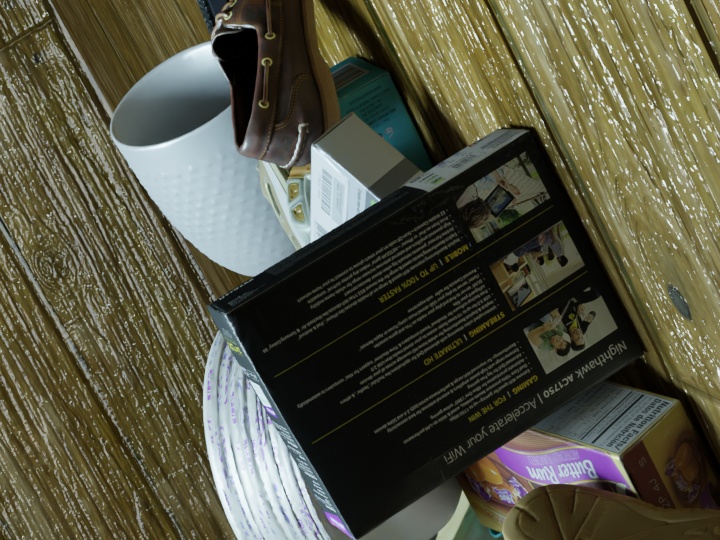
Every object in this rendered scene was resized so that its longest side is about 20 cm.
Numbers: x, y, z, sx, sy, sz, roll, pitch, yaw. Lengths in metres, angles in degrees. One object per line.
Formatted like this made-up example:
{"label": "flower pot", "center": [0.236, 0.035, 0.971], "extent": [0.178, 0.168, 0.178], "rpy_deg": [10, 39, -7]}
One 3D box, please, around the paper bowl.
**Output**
{"label": "paper bowl", "center": [-0.006, 0.107, 1.232], "extent": [0.201, 0.104, 0.201], "rpy_deg": [42, -140, -49]}

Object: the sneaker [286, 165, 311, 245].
{"label": "sneaker", "center": [0.000, 0.000, 1.431], "extent": [0.088, 0.076, 0.200], "rpy_deg": [29, -133, -39]}

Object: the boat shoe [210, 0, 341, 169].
{"label": "boat shoe", "center": [-0.065, -0.153, 1.298], "extent": [0.070, 0.070, 0.200], "rpy_deg": [112, 152, -44]}

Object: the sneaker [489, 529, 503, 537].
{"label": "sneaker", "center": [0.121, 0.160, 1.363], "extent": [0.200, 0.080, 0.078], "rpy_deg": [47, 168, -16]}

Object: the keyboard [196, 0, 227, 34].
{"label": "keyboard", "center": [-0.120, -0.208, 1.737], "extent": [0.127, 0.021, 0.200], "rpy_deg": [53, 170, 35]}

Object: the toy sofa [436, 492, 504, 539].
{"label": "toy sofa", "center": [0.066, 0.192, 1.397], "extent": [0.098, 0.200, 0.083], "rpy_deg": [42, 147, -21]}

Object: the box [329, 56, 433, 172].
{"label": "box", "center": [0.028, -0.047, 1.349], "extent": [0.200, 0.049, 0.082], "rpy_deg": [63, 170, -21]}

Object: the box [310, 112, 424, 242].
{"label": "box", "center": [0.050, 0.009, 1.245], "extent": [0.200, 0.041, 0.156], "rpy_deg": [42, 158, 20]}

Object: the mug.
{"label": "mug", "center": [-0.088, -0.086, 1.638], "extent": [0.200, 0.148, 0.175], "rpy_deg": [4, 137, 41]}

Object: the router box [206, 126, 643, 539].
{"label": "router box", "center": [0.038, 0.033, 1.075], "extent": [0.149, 0.200, 0.051], "rpy_deg": [62, 169, -13]}

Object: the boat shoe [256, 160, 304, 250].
{"label": "boat shoe", "center": [-0.051, -0.080, 1.517], "extent": [0.068, 0.075, 0.200], "rpy_deg": [1, 114, 56]}

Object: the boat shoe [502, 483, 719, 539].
{"label": "boat shoe", "center": [0.172, 0.171, 1.031], "extent": [0.200, 0.074, 0.069], "rpy_deg": [16, 139, 36]}

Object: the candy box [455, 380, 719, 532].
{"label": "candy box", "center": [0.127, 0.118, 1.152], "extent": [0.200, 0.056, 0.117], "rpy_deg": [15, 139, 55]}
